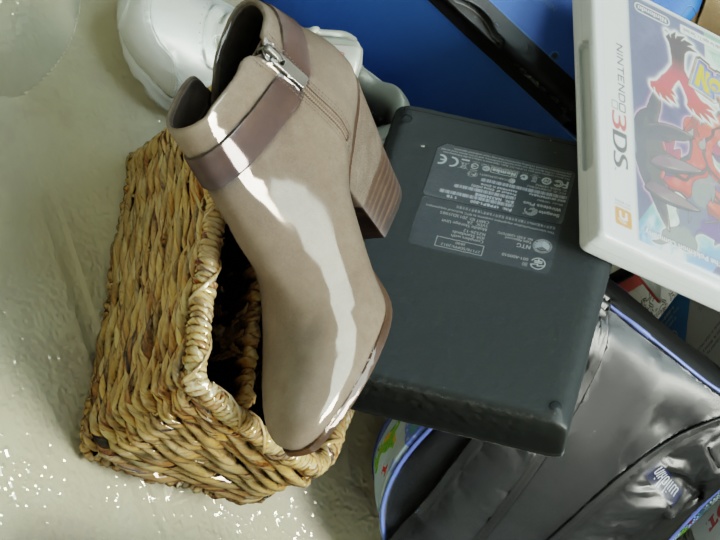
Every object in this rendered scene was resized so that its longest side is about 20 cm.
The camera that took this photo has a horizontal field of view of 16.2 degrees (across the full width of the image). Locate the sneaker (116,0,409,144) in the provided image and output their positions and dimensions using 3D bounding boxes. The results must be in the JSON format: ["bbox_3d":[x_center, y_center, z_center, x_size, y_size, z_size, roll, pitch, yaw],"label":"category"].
[{"bbox_3d":[-0.048,-0.121,1.452,0.200,0.099,0.078,25,60,-37],"label":"sneaker"}]

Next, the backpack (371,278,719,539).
[{"bbox_3d":[0.107,0.103,1.473,0.183,0.200,0.147,37,9,-16],"label":"backpack"}]

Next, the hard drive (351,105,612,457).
[{"bbox_3d":[0.062,0.001,1.355,0.139,0.033,0.200,13,48,7],"label":"hard drive"}]

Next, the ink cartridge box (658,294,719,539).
[{"bbox_3d":[0.255,0.077,1.526,0.084,0.145,0.200,20,33,-23],"label":"ink cartridge box"}]

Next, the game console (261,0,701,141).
[{"bbox_3d":[0.069,-0.162,1.501,0.200,0.118,0.171,42,76,-10],"label":"game console"}]

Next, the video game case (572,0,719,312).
[{"bbox_3d":[0.203,-0.057,1.426,0.199,0.023,0.183,23,51,-29],"label":"video game case"}]

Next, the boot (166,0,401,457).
[{"bbox_3d":[-0.044,-0.029,1.251,0.146,0.070,0.201,48,42,-37],"label":"boot"}]

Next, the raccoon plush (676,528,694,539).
[{"bbox_3d":[0.212,0.148,1.575,0.134,0.200,0.097,46,76,-25],"label":"raccoon plush"}]

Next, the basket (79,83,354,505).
[{"bbox_3d":[-0.050,0.013,1.352,0.142,0.149,0.201,19,62,-23],"label":"basket"}]

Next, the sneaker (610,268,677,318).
[{"bbox_3d":[0.200,0.045,1.670,0.201,0.067,0.108,-28,94,-49],"label":"sneaker"}]

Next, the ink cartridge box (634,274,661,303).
[{"bbox_3d":[0.146,-0.077,1.622,0.109,0.050,0.201,47,33,-38],"label":"ink cartridge box"}]

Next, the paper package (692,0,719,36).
[{"bbox_3d":[0.230,-0.176,1.693,0.191,0.103,0.201,48,31,-36],"label":"paper package"}]
